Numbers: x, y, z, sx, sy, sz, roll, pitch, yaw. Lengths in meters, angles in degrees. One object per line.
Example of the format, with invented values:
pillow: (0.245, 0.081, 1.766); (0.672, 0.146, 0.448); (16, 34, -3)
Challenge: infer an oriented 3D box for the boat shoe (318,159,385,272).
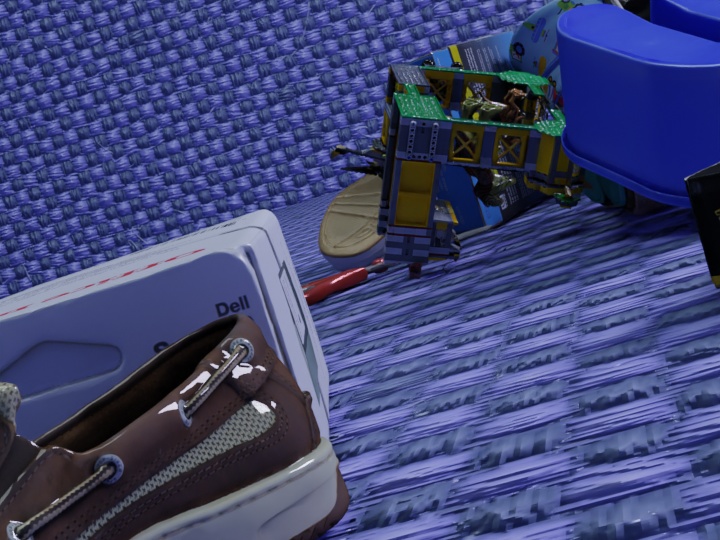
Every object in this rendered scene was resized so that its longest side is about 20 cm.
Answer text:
boat shoe: (0.027, -0.046, 1.170); (0.071, 0.069, 0.200); (7, 36, 24)

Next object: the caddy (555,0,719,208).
caddy: (0.194, -0.093, 0.790); (0.141, 0.105, 0.200); (-20, 26, -17)

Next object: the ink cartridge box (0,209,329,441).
ink cartridge box: (-0.091, 0.042, 0.527); (0.146, 0.084, 0.200); (-18, 5, 1)

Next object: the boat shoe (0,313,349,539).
boat shoe: (-0.092, 0.064, 0.350); (0.075, 0.075, 0.202); (-14, 7, 42)

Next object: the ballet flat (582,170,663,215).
ballet flat: (0.182, -0.074, 0.947); (0.067, 0.068, 0.200); (-14, 15, -1)

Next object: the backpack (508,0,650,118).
backpack: (0.230, -0.169, 1.158); (0.200, 0.135, 0.182); (-26, -28, 29)

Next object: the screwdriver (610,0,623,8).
screwdriver: (0.207, -0.136, 1.004); (0.029, 0.200, 0.028); (-41, -45, 16)

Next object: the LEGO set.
LEGO set: (0.072, -0.063, 0.972); (0.153, 0.116, 0.200); (1, 22, -14)

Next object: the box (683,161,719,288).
box: (0.245, -0.052, 0.545); (0.160, 0.049, 0.200); (-9, 10, 46)

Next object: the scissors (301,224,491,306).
scissors: (0.000, 0.000, 1.031); (0.200, 0.014, 0.073); (-23, 5, -30)

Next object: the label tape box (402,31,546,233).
label tape box: (0.088, -0.110, 1.159); (0.063, 0.144, 0.200); (-16, 6, 27)
